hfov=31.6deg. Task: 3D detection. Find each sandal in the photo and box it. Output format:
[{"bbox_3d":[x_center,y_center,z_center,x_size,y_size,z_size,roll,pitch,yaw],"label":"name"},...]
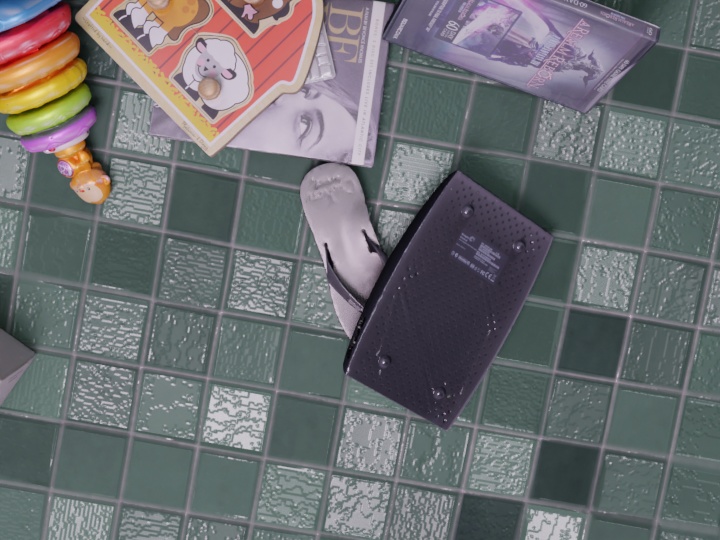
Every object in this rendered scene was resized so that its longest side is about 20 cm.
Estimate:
[{"bbox_3d":[-0.001,0.000,1.141,0.076,0.043,0.200,-28,95,1],"label":"sandal"}]

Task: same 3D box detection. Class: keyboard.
[{"bbox_3d":[-0.070,-0.260,1.117,0.056,0.011,0.200,-13,87,0],"label":"keyboard"}]

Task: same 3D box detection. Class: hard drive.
[{"bbox_3d":[0.073,0.026,1.120,0.135,0.042,0.200,31,85,-28],"label":"hard drive"}]

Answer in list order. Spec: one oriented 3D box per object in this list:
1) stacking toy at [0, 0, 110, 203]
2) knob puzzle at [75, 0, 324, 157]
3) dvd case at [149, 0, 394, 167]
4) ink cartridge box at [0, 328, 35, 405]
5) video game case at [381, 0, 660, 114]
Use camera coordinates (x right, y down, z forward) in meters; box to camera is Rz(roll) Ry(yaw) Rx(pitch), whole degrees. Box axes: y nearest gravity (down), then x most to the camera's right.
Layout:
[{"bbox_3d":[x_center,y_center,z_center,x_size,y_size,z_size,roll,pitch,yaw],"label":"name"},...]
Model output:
[{"bbox_3d":[-0.270,-0.144,1.099,0.116,0.110,0.200,-8,117,29],"label":"stacking toy"},{"bbox_3d":[-0.120,-0.229,1.098,0.219,0.030,0.220,0,87,5],"label":"knob puzzle"},{"bbox_3d":[-0.077,-0.178,1.127,0.200,0.016,0.149,8,86,-3],"label":"dvd case"},{"bbox_3d":[-0.407,0.121,1.087,0.147,0.146,0.200,36,93,-5],"label":"ink cartridge box"},{"bbox_3d":[0.131,-0.200,1.074,0.200,0.143,0.019,19,69,-8],"label":"video game case"}]
